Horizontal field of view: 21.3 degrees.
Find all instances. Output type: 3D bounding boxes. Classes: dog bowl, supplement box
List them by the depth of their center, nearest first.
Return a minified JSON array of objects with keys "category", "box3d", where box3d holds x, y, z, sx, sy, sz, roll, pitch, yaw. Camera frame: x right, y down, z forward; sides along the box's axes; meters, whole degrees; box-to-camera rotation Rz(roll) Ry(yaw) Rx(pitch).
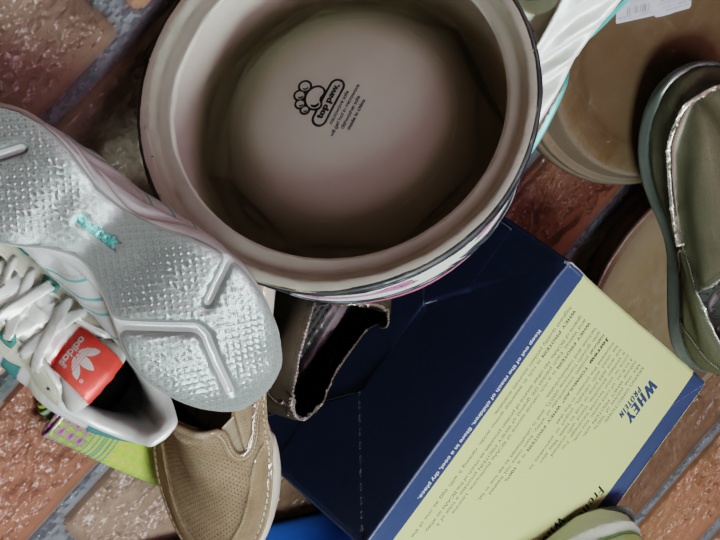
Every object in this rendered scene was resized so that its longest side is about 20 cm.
[{"category":"dog bowl","box3d":[-0.006,-0.073,0.956,0.200,0.200,0.074,-48,161,-7]},{"category":"supplement box","box3d":[0.070,0.081,1.169,0.200,0.134,0.200,-54,140,1]}]

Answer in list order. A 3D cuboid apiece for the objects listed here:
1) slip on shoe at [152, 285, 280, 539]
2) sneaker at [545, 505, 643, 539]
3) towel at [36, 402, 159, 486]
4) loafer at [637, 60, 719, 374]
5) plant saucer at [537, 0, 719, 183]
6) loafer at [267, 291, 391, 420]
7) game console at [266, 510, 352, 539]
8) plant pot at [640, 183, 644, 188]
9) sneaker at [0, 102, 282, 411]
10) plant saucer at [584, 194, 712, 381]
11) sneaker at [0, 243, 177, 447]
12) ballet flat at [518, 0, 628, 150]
[{"category":"slip on shoe","box3d":[-0.082,0.077,1.023,0.061,0.076,0.201,-44,146,-58]},{"category":"sneaker","box3d":[0.111,0.214,1.130,0.199,0.089,0.077,-29,135,-25]},{"category":"towel","box3d":[-0.082,0.027,1.075,0.200,0.023,0.143,-55,141,2]},{"category":"loafer","box3d":[0.213,-0.025,1.110,0.075,0.070,0.201,-22,117,-15]},{"category":"plant saucer","box3d":[0.178,-0.137,1.106,0.199,0.029,0.201,-13,123,-20]},{"category":"loafer","box3d":[0.000,0.000,1.060,0.073,0.071,0.201,20,103,-48]},{"category":"game console","box3d":[-0.089,0.247,1.223,0.199,0.118,0.172,-6,90,-41]},{"category":"plant pot","box3d":[0.336,-0.085,1.232,0.195,0.199,0.195,31,82,-50]},{"category":"sneaker","box3d":[-0.113,-0.014,0.894,0.070,0.080,0.200,-45,109,3]},{"category":"plant saucer","box3d":[0.217,0.014,1.345,0.199,0.029,0.201,-25,132,-31]},{"category":"sneaker","box3d":[-0.155,0.017,0.930,0.070,0.093,0.200,-46,131,-9]},{"category":"ballet flat","box3d":[0.091,-0.128,1.013,0.069,0.070,0.200,2,133,-44]}]
